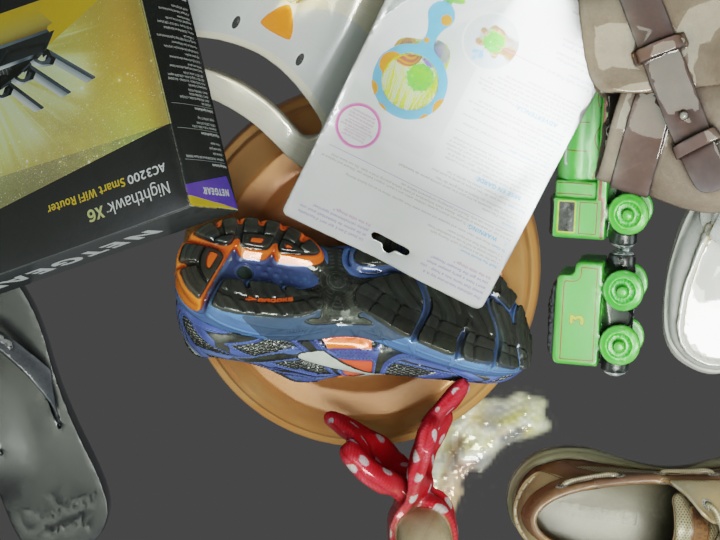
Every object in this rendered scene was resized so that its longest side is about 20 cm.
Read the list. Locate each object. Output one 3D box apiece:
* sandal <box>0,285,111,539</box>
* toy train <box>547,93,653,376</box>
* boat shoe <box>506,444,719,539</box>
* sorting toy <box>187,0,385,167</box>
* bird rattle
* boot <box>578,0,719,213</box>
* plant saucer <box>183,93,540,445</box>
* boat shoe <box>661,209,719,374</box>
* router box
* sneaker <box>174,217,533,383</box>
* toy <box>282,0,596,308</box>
[{"bbox_3d":[-0.198,0.065,1.166,0.076,0.043,0.201,-30,97,6],"label":"sandal"},{"bbox_3d":[0.130,-0.043,1.143,0.056,0.042,0.202,4,99,12],"label":"toy train"},{"bbox_3d":[0.179,0.141,1.152,0.198,0.072,0.076,2,99,2],"label":"boat shoe"},{"bbox_3d":[-0.026,-0.155,1.097,0.199,0.107,0.181,29,100,-3],"label":"sorting toy"},{"bbox_3d":[0.043,0.166,1.106,0.112,0.164,0.201,-5,132,-8],"label":"bird rattle"},{"bbox_3d":[0.176,-0.128,1.000,0.145,0.070,0.202,-1,92,8],"label":"boot"},{"bbox_3d":[0.000,0.000,1.154,0.198,0.037,0.202,0,99,1],"label":"plant saucer"},{"bbox_3d":[0.219,-0.035,1.125,0.070,0.069,0.201,23,99,-3],"label":"boat shoe"},{"bbox_3d":[-0.174,-0.078,1.090,0.199,0.052,0.159,-18,82,24],"label":"router box"},{"bbox_3d":[-0.005,0.024,1.110,0.198,0.079,0.076,12,56,-12],"label":"sneaker"},{"bbox_3d":[0.055,-0.095,1.066,0.114,0.047,0.201,26,111,-4],"label":"toy"}]
